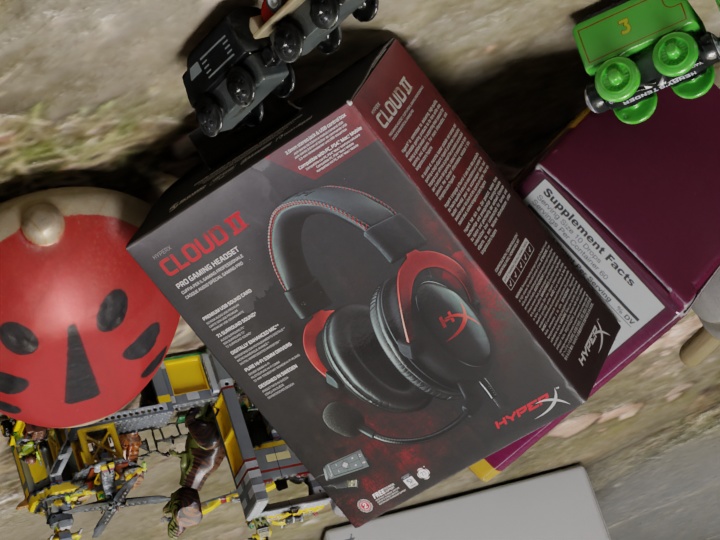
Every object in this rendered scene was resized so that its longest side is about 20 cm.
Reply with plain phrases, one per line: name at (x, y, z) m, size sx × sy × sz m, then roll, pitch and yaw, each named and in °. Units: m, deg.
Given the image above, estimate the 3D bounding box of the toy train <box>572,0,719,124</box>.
toy train at (0.192, -0.129, 1.323) m, size 0.200 × 0.057 × 0.042 m, roll -24°, pitch 153°, yaw 13°

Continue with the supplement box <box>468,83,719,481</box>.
supplement box at (0.106, -0.002, 1.430) m, size 0.131 × 0.103 × 0.200 m, roll -44°, pitch 179°, yaw -41°

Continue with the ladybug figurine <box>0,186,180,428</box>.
ladybug figurine at (-0.147, 0.023, 1.389) m, size 0.135 × 0.072 × 0.200 m, roll -17°, pitch 159°, yaw -5°

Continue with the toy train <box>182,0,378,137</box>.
toy train at (-0.019, -0.119, 1.190) m, size 0.034 × 0.046 × 0.200 m, roll -16°, pitch 165°, yaw -41°

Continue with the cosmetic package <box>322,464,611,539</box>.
cosmetic package at (0.070, 0.251, 2.061) m, size 0.199 × 0.123 × 0.200 m, roll -13°, pitch 157°, yaw -14°

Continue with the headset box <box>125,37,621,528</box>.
headset box at (0.000, 0.000, 1.325) m, size 0.148 × 0.200 × 0.075 m, roll -30°, pitch -165°, yaw 31°

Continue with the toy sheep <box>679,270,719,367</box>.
toy sheep at (0.242, -0.001, 1.585) m, size 0.200 × 0.138 × 0.138 m, roll 0°, pitch 153°, yaw -27°

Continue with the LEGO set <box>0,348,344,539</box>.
LEGO set at (-0.096, 0.120, 1.604) m, size 0.200 × 0.116 × 0.154 m, roll -6°, pitch 156°, yaw -29°
